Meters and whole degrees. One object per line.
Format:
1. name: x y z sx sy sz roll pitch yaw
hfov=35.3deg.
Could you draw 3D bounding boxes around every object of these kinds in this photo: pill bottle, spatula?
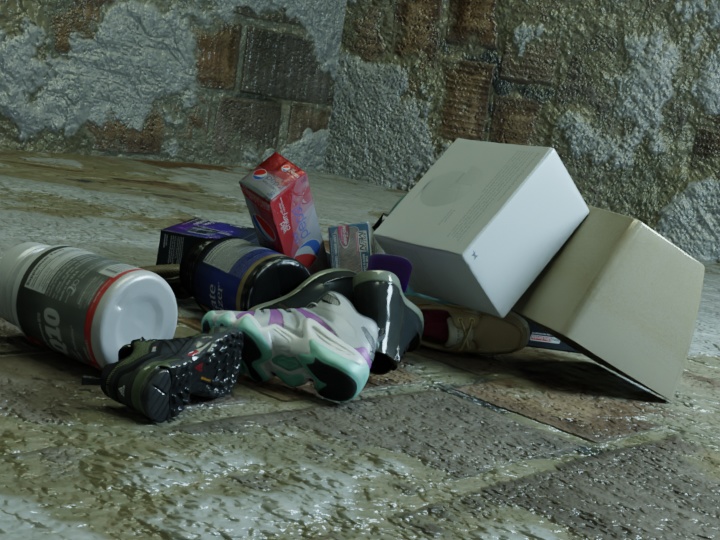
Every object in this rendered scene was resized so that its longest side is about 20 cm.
1. pill bottle: -0.157 0.018 1.500 0.111 0.113 0.199 2 11 -38
2. spatula: 0.025 0.040 1.456 0.056 0.021 0.201 6 -31 -6
3. pill bottle: -0.305 0.037 1.229 0.198 0.116 0.113 15 11 36

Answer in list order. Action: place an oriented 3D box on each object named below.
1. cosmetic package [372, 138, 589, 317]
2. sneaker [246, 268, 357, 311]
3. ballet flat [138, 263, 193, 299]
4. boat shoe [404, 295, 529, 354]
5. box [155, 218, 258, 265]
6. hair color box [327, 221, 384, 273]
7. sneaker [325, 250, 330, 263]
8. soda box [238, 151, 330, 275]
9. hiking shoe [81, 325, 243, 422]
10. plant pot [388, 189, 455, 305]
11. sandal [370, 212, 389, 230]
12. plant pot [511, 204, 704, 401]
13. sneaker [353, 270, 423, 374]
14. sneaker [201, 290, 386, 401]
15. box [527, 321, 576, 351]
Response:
1. cosmetic package: 0.162 -0.063 1.526 0.199 0.200 0.123 15 -32 56
2. sneaker: -0.044 0.062 1.398 0.105 0.076 0.199 16 32 41
3. ballet flat: -0.275 0.010 1.577 0.199 0.068 0.047 -8 53 -48
4. boat shoe: 0.129 0.082 1.537 0.197 0.075 0.069 7 15 17
5. box: -0.236 -0.030 1.843 0.139 0.080 0.200 12 9 5
6. hair color box: 0.000 0.000 1.615 0.060 0.101 0.200 -6 -10 6
7. sneaker: -0.066 0.013 1.749 0.107 0.071 0.199 10 14 27
8. soda box: -0.098 -0.057 1.511 0.070 0.201 0.063 -40 55 -21
9. hiking shoe: -0.190 0.089 1.136 0.100 0.077 0.200 15 11 19
10. plant pot: 0.122 -0.017 1.764 0.198 0.203 0.161 9 22 5
11. sandal: -0.007 -0.024 1.791 0.042 0.077 0.200 23 -38 -15
12. plant pot: 0.335 0.028 1.502 0.198 0.178 0.200 30 1 -23
13. sneaker: 0.030 0.087 1.385 0.074 0.108 0.200 -5 -24 15
14. sneaker: -0.067 0.063 1.268 0.198 0.078 0.140 20 42 13
15. box: 0.337 0.041 1.685 0.197 0.161 0.046 8 11 -6
